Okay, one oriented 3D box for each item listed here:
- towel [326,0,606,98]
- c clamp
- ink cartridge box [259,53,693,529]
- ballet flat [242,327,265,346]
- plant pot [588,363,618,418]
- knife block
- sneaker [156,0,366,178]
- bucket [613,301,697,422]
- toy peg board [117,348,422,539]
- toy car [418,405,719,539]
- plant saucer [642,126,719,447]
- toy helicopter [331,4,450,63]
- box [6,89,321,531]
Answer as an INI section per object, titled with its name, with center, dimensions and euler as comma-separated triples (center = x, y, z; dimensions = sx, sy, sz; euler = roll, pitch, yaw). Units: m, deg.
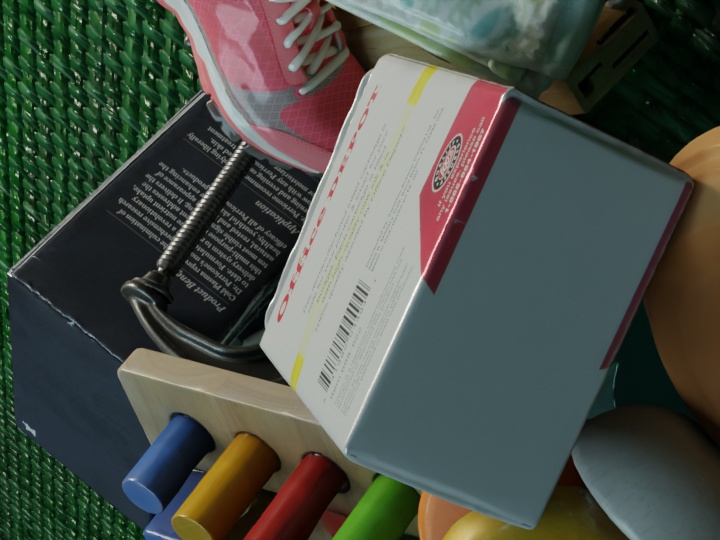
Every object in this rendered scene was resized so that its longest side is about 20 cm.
[towel]
center = 0.039, -0.187, 0.791
dimensions = 0.171, 0.048, 0.200
euler = 26, 111, 13
[c clamp]
center = -0.063, -0.026, 1.117
dimensions = 0.171, 0.200, 0.027
euler = 21, 152, 12
[ink cartridge box]
center = 0.037, -0.002, 0.801
dimensions = 0.083, 0.145, 0.200
euler = 22, -175, -15
[ballet flat]
center = -0.037, 0.062, 1.153
dimensions = 0.067, 0.200, 0.067
euler = -25, 85, 24
[plant pot]
center = 0.095, 0.056, 1.025
dimensions = 0.196, 0.200, 0.200
euler = 35, 152, 0
[knife block]
center = 0.041, -0.100, 1.004
dimensions = 0.200, 0.064, 0.176
euler = 33, 151, 21
[sneaker]
center = -0.045, -0.126, 0.944
dimensions = 0.200, 0.074, 0.087
euler = 51, 144, -13
[bucket]
center = 0.211, 0.018, 0.855
dimensions = 0.207, 0.135, 0.207
euler = 32, 150, 21
[toy peg board]
center = -0.033, 0.159, 0.991
dimensions = 0.199, 0.098, 0.200
euler = 12, 138, 34
[toy car]
center = 0.108, 0.137, 0.862
dimensions = 0.200, 0.175, 0.150
euler = 37, -161, -25
[plant saucer]
center = 0.181, 0.035, 0.733
dimensions = 0.200, 0.037, 0.200
euler = 34, 149, 24
[toy helicopter]
center = 0.032, -0.186, 0.862
dimensions = 0.132, 0.079, 0.200
euler = -9, 105, 19
[box]
center = -0.106, 0.021, 1.224
dimensions = 0.124, 0.197, 0.200
euler = 38, 152, 14
